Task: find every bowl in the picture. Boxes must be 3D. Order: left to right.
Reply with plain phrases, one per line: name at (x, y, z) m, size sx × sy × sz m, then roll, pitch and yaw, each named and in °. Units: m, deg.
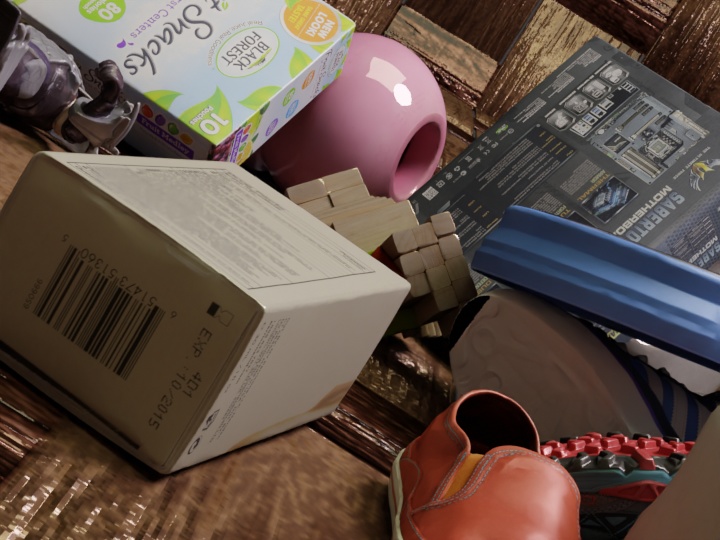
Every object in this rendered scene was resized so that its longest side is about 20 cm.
bowl at (0.153, 0.018, 0.986) m, size 0.200 × 0.040 × 0.201 m, roll 22°, pitch 0°, yaw 0°

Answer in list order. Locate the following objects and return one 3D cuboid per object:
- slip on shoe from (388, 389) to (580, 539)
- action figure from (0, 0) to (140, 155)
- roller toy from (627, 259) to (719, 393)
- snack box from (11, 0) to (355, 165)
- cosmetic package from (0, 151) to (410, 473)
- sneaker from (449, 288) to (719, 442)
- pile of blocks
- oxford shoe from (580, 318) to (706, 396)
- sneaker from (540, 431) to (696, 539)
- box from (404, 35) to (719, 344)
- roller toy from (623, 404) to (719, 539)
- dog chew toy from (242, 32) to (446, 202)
slip on shoe at (0.052, 0.096, 0.739) m, size 0.074 × 0.061 × 0.200 m, roll 32°, pitch 11°, yaw -12°
action figure at (-0.176, -0.105, 0.990) m, size 0.130 × 0.070 × 0.200 m, roll 29°, pitch 6°, yaw 9°
roller toy at (0.184, -0.008, 1.288) m, size 0.182 × 0.140 × 0.200 m, roll 40°, pitch 3°, yaw -46°
snack box at (-0.125, -0.150, 1.185) m, size 0.200 × 0.053 × 0.142 m, roll 36°, pitch 53°, yaw 13°
cosmetic package at (-0.061, 0.011, 0.765) m, size 0.105 × 0.071 × 0.200 m, roll 34°, pitch 10°, yaw 14°
sneaker at (0.146, 0.078, 0.980) m, size 0.200 × 0.081 × 0.146 m, roll 44°, pitch 29°, yaw 16°
pile of blocks at (0.000, 0.000, 1.094) m, size 0.062 × 0.082 × 0.200 m, roll -17°, pitch 18°, yaw -15°
oxford shoe at (0.162, 0.104, 1.063) m, size 0.199 × 0.073 × 0.085 m, roll 26°, pitch 29°, yaw -28°
sneaker at (0.146, 0.122, 0.848) m, size 0.199 × 0.096 × 0.079 m, roll 6°, pitch 1°, yaw -1°
box at (0.122, -0.030, 1.158) m, size 0.158 × 0.200 × 0.051 m, roll 40°, pitch -12°, yaw 43°
roller toy at (0.183, 0.136, 0.722) m, size 0.182 × 0.140 × 0.200 m, roll 29°, pitch 11°, yaw -17°
dog chew toy at (-0.044, -0.112, 1.297) m, size 0.200 × 0.125 × 0.124 m, roll 28°, pitch 7°, yaw 24°
